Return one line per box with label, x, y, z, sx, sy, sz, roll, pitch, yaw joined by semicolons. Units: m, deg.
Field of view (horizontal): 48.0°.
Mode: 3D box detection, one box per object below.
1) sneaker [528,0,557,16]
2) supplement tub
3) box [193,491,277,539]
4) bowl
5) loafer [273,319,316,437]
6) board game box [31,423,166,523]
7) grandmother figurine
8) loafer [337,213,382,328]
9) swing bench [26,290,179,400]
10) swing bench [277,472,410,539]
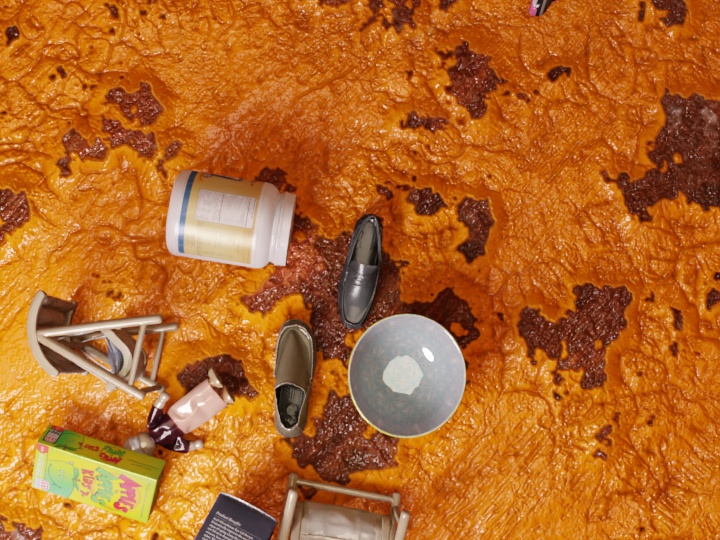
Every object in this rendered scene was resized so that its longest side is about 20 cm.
sneaker;0.390;-0.537;1.494;0.087;0.074;0.200;38;77;6
supplement tub;-0.214;-0.083;1.358;0.198;0.145;0.146;9;83;-4
box;-0.224;0.473;1.257;0.104;0.148;0.201;25;53;3
bowl;0.072;0.177;1.371;0.198;0.108;0.202;1;83;-5
loafer;-0.111;0.183;1.374;0.074;0.070;0.202;0;84;-5
board game box;-0.427;0.332;1.318;0.198;0.048;0.102;18;118;-2
grandmother figurine;-0.307;0.256;1.358;0.199;0.061;0.122;-34;100;-5
loafer;0.000;0.000;1.403;0.067;0.070;0.202;10;83;-3
swing bench;-0.411;0.120;1.292;0.198;0.199;0.131;12;83;-3
swing bench;-0.039;0.458;1.316;0.197;0.130;0.202;12;88;-4
